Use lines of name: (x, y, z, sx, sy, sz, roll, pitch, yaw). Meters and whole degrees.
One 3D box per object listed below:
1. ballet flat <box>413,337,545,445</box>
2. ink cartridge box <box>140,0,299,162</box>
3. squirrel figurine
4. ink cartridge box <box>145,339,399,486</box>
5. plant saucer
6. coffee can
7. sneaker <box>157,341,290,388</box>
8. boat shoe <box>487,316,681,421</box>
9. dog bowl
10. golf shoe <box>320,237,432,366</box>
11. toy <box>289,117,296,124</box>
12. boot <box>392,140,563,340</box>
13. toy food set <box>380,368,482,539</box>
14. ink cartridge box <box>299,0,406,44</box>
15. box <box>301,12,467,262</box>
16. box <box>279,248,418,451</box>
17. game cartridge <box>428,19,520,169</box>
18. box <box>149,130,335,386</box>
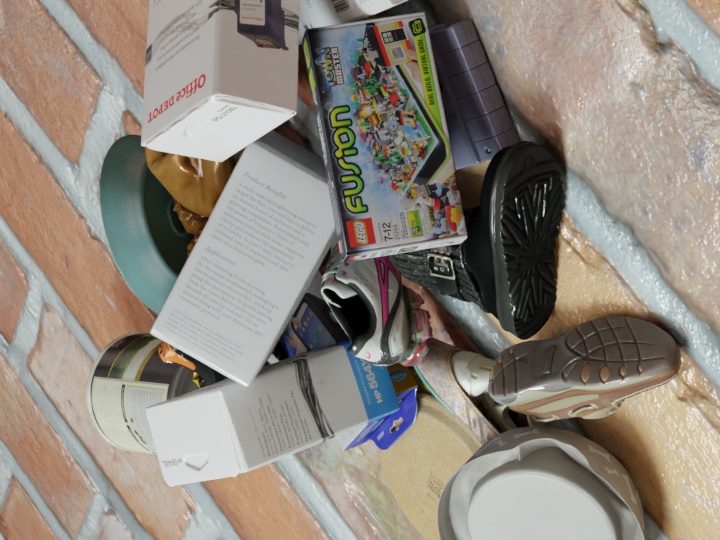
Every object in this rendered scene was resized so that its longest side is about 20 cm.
ballet flat: (0.129, 0.129, 1.674, 0.200, 0.068, 0.067, 51, 127, 6)
ink cartridge box: (-0.121, -0.212, 1.503, 0.144, 0.084, 0.202, -25, 60, 55)
squirrel figurine: (-0.117, -0.066, 1.768, 0.187, 0.141, 0.201, 43, 141, 27)
ink cartridge box: (-0.086, 0.136, 1.686, 0.146, 0.199, 0.085, -18, 89, 50)
plant saucer: (-0.207, -0.053, 1.850, 0.036, 0.200, 0.202, -14, 103, 24)
coffee can: (-0.212, 0.149, 2.035, 0.199, 0.146, 0.147, 0, 113, 52)
sneaker: (-0.130, 0.095, 1.826, 0.090, 0.200, 0.070, -37, 49, 17)
boat shoe: (0.207, 0.093, 1.545, 0.199, 0.076, 0.072, -11, 138, 45)
dog bowl: (0.174, 0.233, 1.618, 0.198, 0.059, 0.202, 10, 124, 16)
golf shoe: (0.000, 0.000, 1.679, 0.073, 0.092, 0.201, -48, 51, 38)
toy: (-0.116, -0.237, 1.714, 0.200, 0.047, 0.115, 42, 166, 47)
boot: (0.097, -0.046, 1.563, 0.157, 0.079, 0.212, 32, 139, 35)
toy food set: (0.092, 0.211, 1.777, 0.199, 0.048, 0.199, 31, 135, 36)
ink cartridge box: (-0.029, -0.293, 1.556, 0.199, 0.084, 0.147, -11, 104, 54)
box: (0.020, -0.115, 1.493, 0.035, 0.109, 0.202, 131, 129, -78)
box: (-0.018, 0.089, 1.776, 0.201, 0.041, 0.119, 60, 139, 19)
game cartridge: (0.053, -0.150, 1.597, 0.199, 0.038, 0.130, -13, 107, 54)
box: (-0.093, -0.015, 1.602, 0.106, 0.152, 0.201, 29, 98, 1)
